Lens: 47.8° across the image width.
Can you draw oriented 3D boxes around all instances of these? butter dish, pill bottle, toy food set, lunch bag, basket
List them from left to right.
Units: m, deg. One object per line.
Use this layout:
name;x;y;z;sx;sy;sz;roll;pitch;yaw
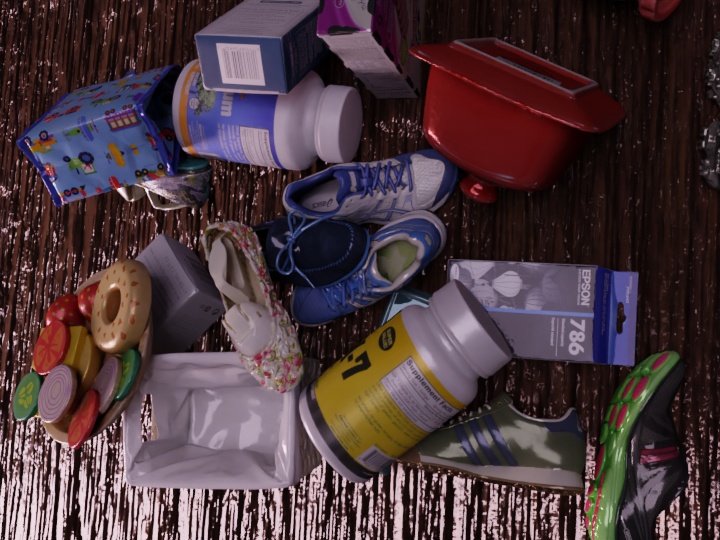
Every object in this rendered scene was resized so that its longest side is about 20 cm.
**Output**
toy food set;-0.292;0.089;0.871;0.197;0.048;0.202;-6;67;38
lunch bag;-0.288;-0.185;0.953;0.148;0.095;0.202;-13;39;8
basket;-0.142;0.160;0.885;0.196;0.123;0.139;-3;82;17
pill bottle;-0.102;-0.174;0.917;0.196;0.112;0.115;9;86;18
pill bottle;0.045;0.108;0.805;0.199;0.114;0.115;-39;75;12
butter dish;0.144;-0.139;0.823;0.198;0.199;0.150;29;116;17

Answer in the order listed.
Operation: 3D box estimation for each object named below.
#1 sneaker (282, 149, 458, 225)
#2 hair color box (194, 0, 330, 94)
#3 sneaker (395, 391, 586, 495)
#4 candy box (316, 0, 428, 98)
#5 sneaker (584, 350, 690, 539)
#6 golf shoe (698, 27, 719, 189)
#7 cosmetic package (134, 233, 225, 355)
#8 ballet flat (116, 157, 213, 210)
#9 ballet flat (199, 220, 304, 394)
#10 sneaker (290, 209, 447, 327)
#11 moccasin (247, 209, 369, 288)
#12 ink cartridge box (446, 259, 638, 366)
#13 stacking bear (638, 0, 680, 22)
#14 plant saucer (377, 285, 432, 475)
sneaker;0.010;-0.085;0.886;0.196;0.088;0.077;-17;77;13
hair color box;-0.088;-0.258;0.883;0.098;0.201;0.061;8;126;17
sneaker;0.134;0.170;0.837;0.196;0.067;0.092;4;71;21
candy box;0.020;-0.275;0.846;0.060;0.200;0.140;3;86;17
sneaker;0.279;0.177;0.791;0.082;0.077;0.204;16;92;0
golf shoe;0.395;-0.177;0.799;0.095;0.078;0.205;6;91;0
cosmetic package;-0.260;0.066;0.949;0.200;0.074;0.102;-44;59;6
ballet flat;-0.262;-0.112;0.983;0.197;0.072;0.073;16;88;27
ballet flat;-0.117;0.032;0.812;0.075;0.064;0.202;-39;57;18
sneaker;0.000;0.000;0.874;0.198;0.077;0.076;-34;95;19
moccasin;-0.078;-0.019;0.874;0.198;0.068;0.082;-10;62;42
ink cartridge box;0.186;0.043;0.844;0.196;0.039;0.102;2;84;16
stacking bear;0.239;-0.342;0.837;0.198;0.113;0.124;27;116;28
plant saucer;0.032;0.117;0.893;0.069;0.019;0.204;20;89;17
